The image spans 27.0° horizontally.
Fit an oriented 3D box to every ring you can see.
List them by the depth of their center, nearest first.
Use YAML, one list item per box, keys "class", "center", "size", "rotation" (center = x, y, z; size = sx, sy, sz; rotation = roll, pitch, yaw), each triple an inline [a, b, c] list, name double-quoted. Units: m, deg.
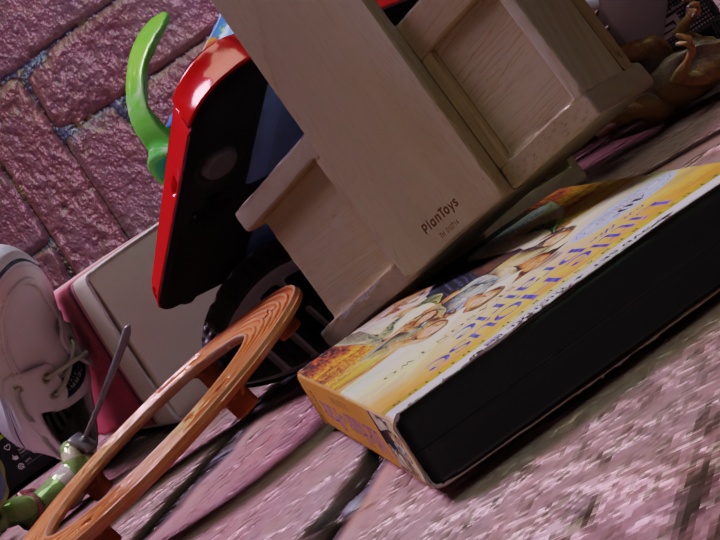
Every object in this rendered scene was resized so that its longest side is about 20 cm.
- class: "ring"
  center: [-0.096, 0.082, 0.712]
  size: [0.200, 0.019, 0.200]
  rotation: [-44, 8, 7]

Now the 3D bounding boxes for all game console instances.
- class: "game console"
  center: [-0.020, -0.072, 0.793]
  size: [0.200, 0.031, 0.177]
  rotation: [-26, -32, -32]

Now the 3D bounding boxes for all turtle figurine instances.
- class: "turtle figurine"
  center: [-0.229, 0.096, 0.878]
  size: [0.143, 0.201, 0.194]
  rotation: [3, -20, -31]

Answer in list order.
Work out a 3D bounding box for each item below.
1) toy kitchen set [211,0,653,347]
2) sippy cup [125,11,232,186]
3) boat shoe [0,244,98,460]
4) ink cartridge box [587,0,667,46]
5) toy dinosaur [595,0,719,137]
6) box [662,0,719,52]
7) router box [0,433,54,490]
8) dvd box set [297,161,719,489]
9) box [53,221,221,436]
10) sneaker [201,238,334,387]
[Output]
- class: "toy kitchen set"
  center: [0.042, -0.106, 0.666]
  size: [0.180, 0.163, 0.200]
  rotation: [-30, -8, -42]
- class: "sippy cup"
  center: [-0.059, -0.110, 0.989]
  size: [0.139, 0.131, 0.178]
  rotation: [9, -16, 23]
- class: "boat shoe"
  center: [-0.197, 0.057, 0.940]
  size: [0.074, 0.067, 0.200]
  rotation: [-57, -17, -27]
- class: "ink cartridge box"
  center: [0.077, -0.195, 0.900]
  size: [0.199, 0.145, 0.145]
  rotation: [2, -11, 25]
- class: "toy dinosaur"
  center: [0.158, -0.098, 0.828]
  size: [0.106, 0.061, 0.200]
  rotation: [3, -17, -30]
- class: "box"
  center: [0.116, -0.161, 0.982]
  size: [0.200, 0.161, 0.044]
  rotation: [-32, -27, 13]
- class: "router box"
  center: [-0.286, 0.137, 1.186]
  size: [0.200, 0.062, 0.150]
  rotation: [-36, 5, -16]
- class: "dvd box set"
  center: [0.055, 0.015, 0.546]
  size: [0.146, 0.029, 0.200]
  rotation: [-35, 6, -8]
- class: "box"
  center: [-0.129, 0.029, 0.997]
  size: [0.128, 0.109, 0.200]
  rotation: [-36, 6, -25]
- class: "sneaker"
  center: [0.000, 0.000, 0.834]
  size: [0.200, 0.074, 0.080]
  rotation: [-38, -20, -8]
